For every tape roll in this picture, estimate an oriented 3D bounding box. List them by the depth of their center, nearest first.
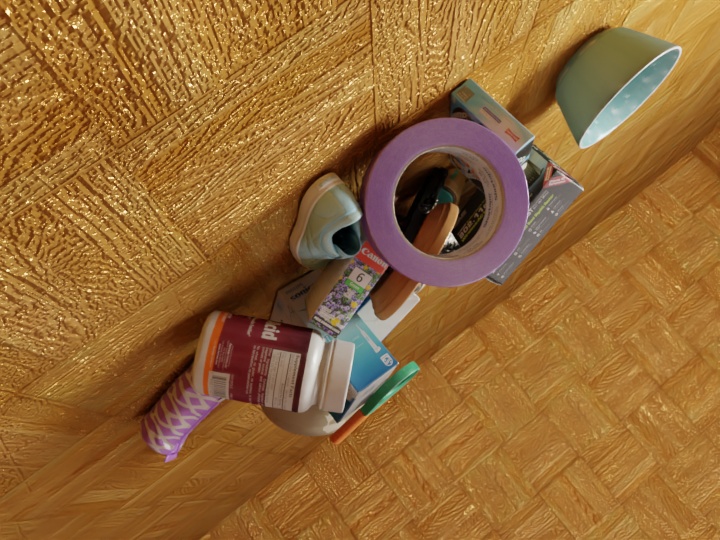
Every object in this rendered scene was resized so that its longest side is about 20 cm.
[{"bbox_3d":[0.100,-0.082,0.763,0.200,0.200,0.066,-38,-172,-3],"label":"tape roll"}]

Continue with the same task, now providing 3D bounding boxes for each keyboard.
[{"bbox_3d":[0.085,-0.091,0.893,0.127,0.021,0.200,-52,-171,43],"label":"keyboard"}]

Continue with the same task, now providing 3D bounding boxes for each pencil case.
[{"bbox_3d":[-0.259,0.204,0.963,0.200,0.086,0.084,-45,164,23],"label":"pencil case"}]

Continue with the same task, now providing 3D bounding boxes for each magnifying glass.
[{"bbox_3d":[0.022,0.219,1.014,0.200,0.022,0.080,-45,164,20],"label":"magnifying glass"}]

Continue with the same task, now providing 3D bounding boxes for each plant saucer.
[{"bbox_3d":[0.071,-0.020,0.907,0.200,0.037,0.200,-56,-174,9],"label":"plant saucer"}]

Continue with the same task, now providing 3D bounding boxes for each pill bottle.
[{"bbox_3d":[-0.114,0.127,0.837,0.114,0.200,0.114,-169,-90,-88],"label":"pill bottle"}]

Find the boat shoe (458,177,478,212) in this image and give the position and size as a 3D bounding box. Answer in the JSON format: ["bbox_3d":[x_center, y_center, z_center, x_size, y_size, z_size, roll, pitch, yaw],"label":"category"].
[{"bbox_3d":[0.198,-0.128,1.097,0.200,0.068,0.075,-47,162,25],"label":"boat shoe"}]

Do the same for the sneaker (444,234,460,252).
[{"bbox_3d":[0.184,-0.065,1.204,0.200,0.088,0.076,-29,163,-26],"label":"sneaker"}]

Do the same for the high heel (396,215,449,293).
[{"bbox_3d":[0.072,-0.026,1.093,0.200,0.143,0.071,-27,-155,55],"label":"high heel"}]

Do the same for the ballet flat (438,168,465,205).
[{"bbox_3d":[0.134,-0.098,1.055,0.063,0.069,0.200,-55,175,-30],"label":"ballet flat"}]

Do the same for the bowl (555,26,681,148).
[{"bbox_3d":[0.392,-0.305,0.989,0.201,0.105,0.201,-35,164,-12],"label":"bowl"}]

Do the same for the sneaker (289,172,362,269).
[{"bbox_3d":[-0.040,-0.037,0.801,0.074,0.082,0.200,-32,163,-19],"label":"sneaker"}]

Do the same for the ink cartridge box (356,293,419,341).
[{"bbox_3d":[0.012,0.063,1.096,0.116,0.067,0.200,-46,-167,-12],"label":"ink cartridge box"}]

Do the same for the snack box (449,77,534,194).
[{"bbox_3d":[0.175,-0.168,0.861,0.037,0.116,0.200,-41,163,-4],"label":"snack box"}]

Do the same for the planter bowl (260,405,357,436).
[{"bbox_3d":[-0.085,0.178,1.127,0.200,0.200,0.135,-27,136,-36],"label":"planter bowl"}]

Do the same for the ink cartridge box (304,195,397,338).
[{"bbox_3d":[-0.001,-0.014,0.856,0.200,0.050,0.109,-54,-165,7],"label":"ink cartridge box"}]

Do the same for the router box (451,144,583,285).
[{"bbox_3d":[0.240,-0.098,0.994,0.062,0.150,0.200,27,112,-24],"label":"router box"}]

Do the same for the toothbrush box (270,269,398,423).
[{"bbox_3d":[-0.051,0.120,0.984,0.085,0.200,0.146,-30,162,-30],"label":"toothbrush box"}]
